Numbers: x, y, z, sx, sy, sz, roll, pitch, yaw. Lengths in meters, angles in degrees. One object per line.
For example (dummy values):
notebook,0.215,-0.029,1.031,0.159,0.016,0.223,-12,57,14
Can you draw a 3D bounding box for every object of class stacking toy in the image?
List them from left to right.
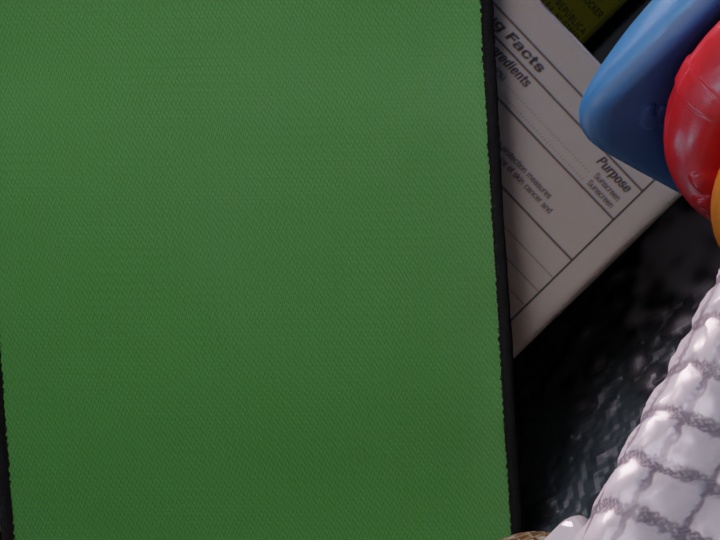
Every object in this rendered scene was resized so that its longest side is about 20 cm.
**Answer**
stacking toy,0.151,0.001,0.663,0.116,0.109,0.201,-44,44,26

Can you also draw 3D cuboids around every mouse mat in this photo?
mouse mat,-0.035,0.002,0.762,0.160,0.202,0.008,-3,4,4

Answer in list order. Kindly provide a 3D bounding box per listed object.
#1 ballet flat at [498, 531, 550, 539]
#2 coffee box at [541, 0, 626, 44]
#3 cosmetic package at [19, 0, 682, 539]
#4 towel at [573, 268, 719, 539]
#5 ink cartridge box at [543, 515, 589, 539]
ballet flat,-0.017,0.145,0.726,0.200,0.065,0.070,-49,35,-1
coffee box,0.019,-0.207,0.906,0.198,0.200,0.200,-44,35,5
cosmetic package,0.000,0.000,0.799,0.200,0.104,0.073,-43,4,5
towel,0.163,0.053,0.540,0.199,0.086,0.166,22,68,20
ink cartridge box,0.061,0.178,0.592,0.146,0.083,0.200,-44,35,6
